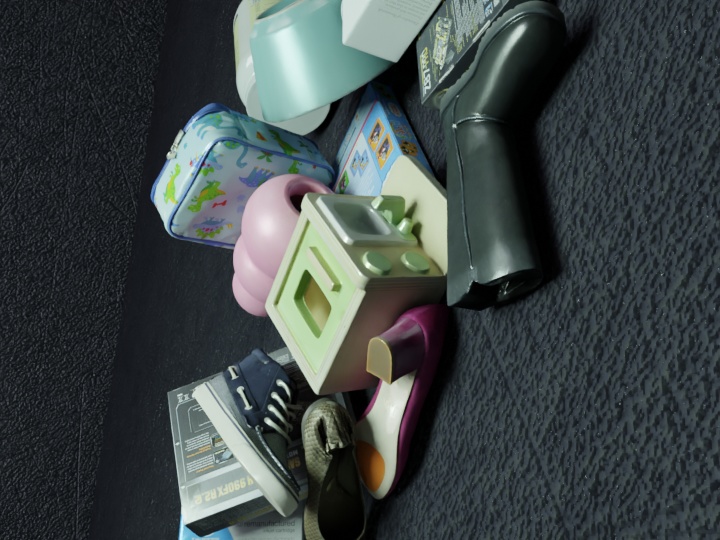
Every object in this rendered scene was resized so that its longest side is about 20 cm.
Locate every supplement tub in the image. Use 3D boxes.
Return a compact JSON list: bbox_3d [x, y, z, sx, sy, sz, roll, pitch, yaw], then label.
[{"bbox_3d":[-0.114,-0.309,1.125,0.146,0.143,0.203,-55,34,41],"label":"supplement tub"}]

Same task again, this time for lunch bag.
[{"bbox_3d":[-0.144,-0.102,0.928,0.162,0.198,0.083,-54,50,25],"label":"lunch bag"}]

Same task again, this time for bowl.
[{"bbox_3d":[-0.051,-0.271,0.893,0.198,0.106,0.202,-22,26,12],"label":"bowl"}]

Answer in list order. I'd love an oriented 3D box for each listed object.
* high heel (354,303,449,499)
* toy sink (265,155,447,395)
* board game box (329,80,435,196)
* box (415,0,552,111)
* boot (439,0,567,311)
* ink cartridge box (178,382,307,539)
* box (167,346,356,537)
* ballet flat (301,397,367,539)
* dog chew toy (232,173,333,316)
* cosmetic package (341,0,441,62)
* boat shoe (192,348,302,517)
[{"bbox_3d":[0.042,0.128,0.736,0.067,0.095,0.204,24,125,39],"label":"high heel"},{"bbox_3d":[0.000,0.000,0.744,0.131,0.111,0.202,53,130,37],"label":"toy sink"},{"bbox_3d":[0.016,-0.102,0.883,0.153,0.036,0.202,-62,29,33],"label":"board game box"},{"bbox_3d":[0.109,-0.282,0.747,0.161,0.048,0.204,-42,43,50],"label":"box"},{"bbox_3d":[0.118,-0.086,0.618,0.165,0.064,0.204,128,148,-59],"label":"boot"},{"bbox_3d":[-0.132,0.238,0.907,0.085,0.141,0.204,87,-179,-65],"label":"ink cartridge box"},{"bbox_3d":[-0.104,0.176,0.834,0.049,0.197,0.160,66,-177,-55],"label":"box"},{"bbox_3d":[-0.020,0.216,0.734,0.046,0.066,0.204,29,130,49],"label":"ballet flat"},{"bbox_3d":[-0.095,-0.018,0.904,0.201,0.122,0.126,-54,34,44],"label":"dog chew toy"},{"bbox_3d":[0.052,-0.313,0.746,0.200,0.073,0.104,135,141,-55],"label":"cosmetic package"},{"bbox_3d":[-0.091,0.148,0.755,0.092,0.075,0.199,-37,40,-14],"label":"boat shoe"}]
